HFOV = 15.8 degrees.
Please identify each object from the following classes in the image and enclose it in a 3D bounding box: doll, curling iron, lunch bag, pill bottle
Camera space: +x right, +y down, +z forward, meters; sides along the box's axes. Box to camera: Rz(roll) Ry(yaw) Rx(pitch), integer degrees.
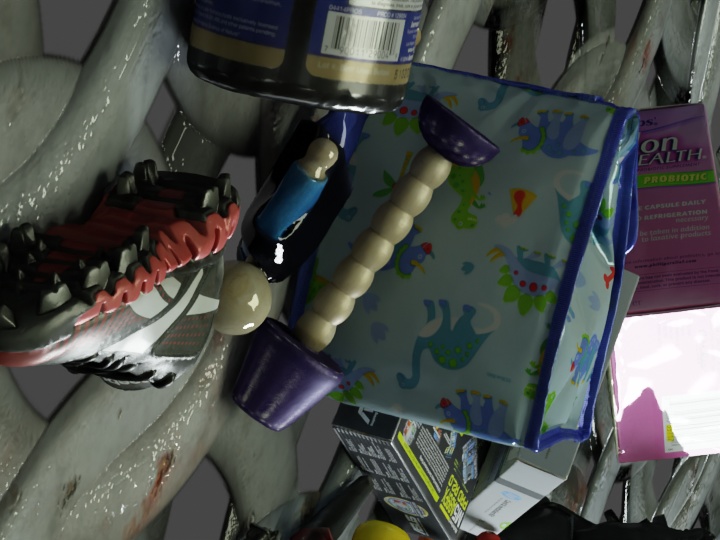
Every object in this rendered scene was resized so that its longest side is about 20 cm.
[{"bbox_3d":[-0.030,-0.046,1.404,0.200,0.048,0.137,-62,178,-28],"label":"doll"},{"bbox_3d":[-0.029,0.159,1.581,0.200,0.025,0.050,-25,130,-65],"label":"curling iron"},{"bbox_3d":[0.063,-0.013,1.501,0.127,0.169,0.201,-7,108,-68],"label":"lunch bag"},{"bbox_3d":[-0.015,-0.184,1.262,0.112,0.111,0.201,-15,118,-67],"label":"pill bottle"}]

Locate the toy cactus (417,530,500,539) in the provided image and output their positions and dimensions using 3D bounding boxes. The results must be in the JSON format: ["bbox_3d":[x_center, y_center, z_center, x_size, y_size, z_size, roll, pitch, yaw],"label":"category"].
[{"bbox_3d":[0.045,0.270,1.782,0.200,0.102,0.166,-48,157,-67],"label":"toy cactus"}]

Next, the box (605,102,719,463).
[{"bbox_3d":[0.225,0.010,1.945,0.176,0.096,0.201,79,5,-48],"label":"box"}]

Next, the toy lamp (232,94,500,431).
[{"bbox_3d":[0.000,0.000,1.434,0.200,0.058,0.058,-53,161,6],"label":"toy lamp"}]

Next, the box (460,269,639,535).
[{"bbox_3d":[0.124,0.093,1.809,0.200,0.041,0.156,127,-14,-68],"label":"box"}]

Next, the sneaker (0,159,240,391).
[{"bbox_3d":[-0.116,0.019,1.191,0.200,0.071,0.098,-36,134,-62],"label":"sneaker"}]

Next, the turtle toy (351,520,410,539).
[{"bbox_3d":[0.006,0.249,1.590,0.200,0.101,0.146,129,-18,-63],"label":"turtle toy"}]

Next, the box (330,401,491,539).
[{"bbox_3d":[0.049,0.071,1.705,0.200,0.044,0.161,60,48,-62],"label":"box"}]

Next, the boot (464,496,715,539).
[{"bbox_3d":[0.172,0.226,1.964,0.198,0.162,0.074,-25,126,-65],"label":"boot"}]
